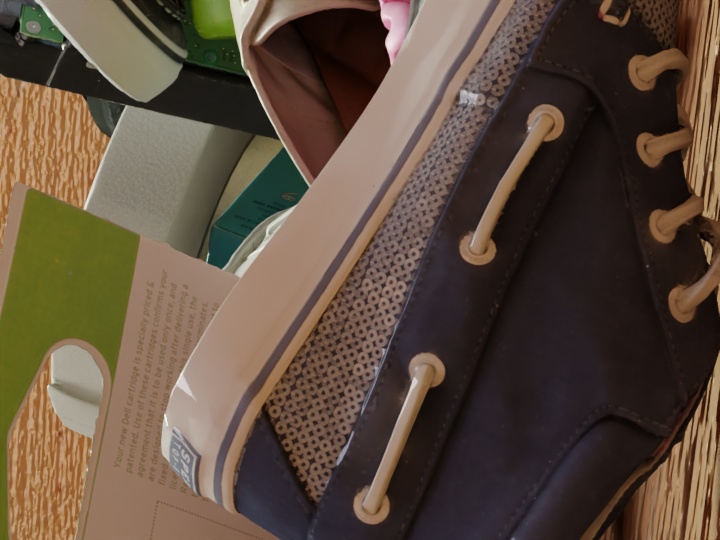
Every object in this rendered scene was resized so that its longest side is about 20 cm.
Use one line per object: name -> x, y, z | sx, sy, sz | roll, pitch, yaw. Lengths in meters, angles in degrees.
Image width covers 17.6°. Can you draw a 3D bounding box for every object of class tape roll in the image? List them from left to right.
tape roll -> -0.065, -0.021, 0.942 | 0.203, 0.037, 0.203 | 21, -90, -80

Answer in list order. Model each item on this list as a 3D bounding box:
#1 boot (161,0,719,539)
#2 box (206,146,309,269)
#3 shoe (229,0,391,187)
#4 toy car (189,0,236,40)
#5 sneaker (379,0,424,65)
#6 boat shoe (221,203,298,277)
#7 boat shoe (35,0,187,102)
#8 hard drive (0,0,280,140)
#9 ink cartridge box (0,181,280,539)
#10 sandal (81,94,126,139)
boot -> 0.049, -0.019, 0.490 | 0.200, 0.090, 0.073 | -58, -16, -4
box -> -0.008, -0.023, 0.982 | 0.200, 0.049, 0.083 | -53, -20, -55
shoe -> 0.007, -0.058, 0.660 | 0.201, 0.070, 0.053 | 65, -156, 0
toy car -> 0.028, -0.168, 0.775 | 0.200, 0.157, 0.165 | -18, -77, -67
sneaker -> 0.044, -0.031, 0.587 | 0.095, 0.079, 0.201 | 146, 128, -61
boat shoe -> -0.003, -0.003, 0.806 | 0.202, 0.075, 0.086 | -41, 18, 41
boat shoe -> -0.099, -0.150, 0.760 | 0.200, 0.071, 0.072 | 60, -172, 18
hard drive -> -0.032, -0.116, 0.846 | 0.038, 0.199, 0.140 | 132, 146, -59
ink cartridge box -> -0.048, 0.081, 0.675 | 0.076, 0.200, 0.148 | -20, 54, 47
sandal -> -0.087, -0.083, 0.943 | 0.200, 0.048, 0.076 | 49, -117, -77
